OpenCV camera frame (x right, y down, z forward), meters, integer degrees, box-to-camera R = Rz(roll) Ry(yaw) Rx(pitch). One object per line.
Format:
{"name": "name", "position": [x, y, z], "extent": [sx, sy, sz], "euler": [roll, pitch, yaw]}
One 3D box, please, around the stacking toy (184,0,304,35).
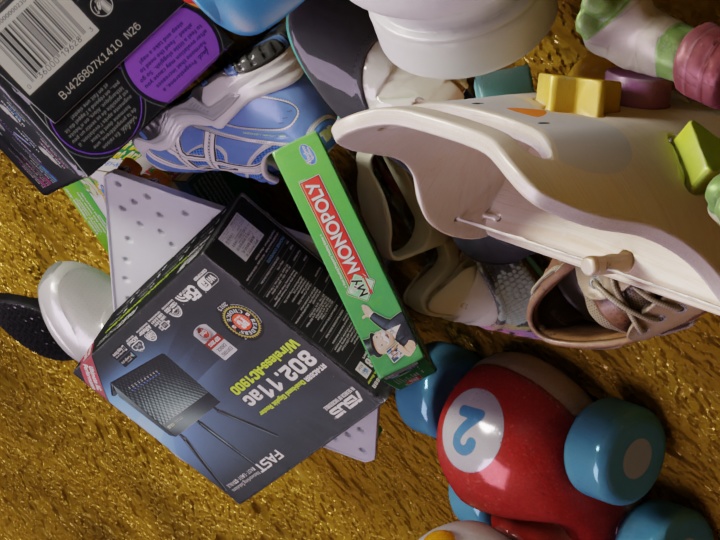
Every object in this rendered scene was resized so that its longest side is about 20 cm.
{"name": "stacking toy", "position": [-0.075, -0.179, 1.101], "extent": [0.116, 0.110, 0.200], "euler": [49, 171, -6]}

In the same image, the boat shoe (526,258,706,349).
{"name": "boat shoe", "position": [0.147, 0.004, 1.046], "extent": [0.076, 0.072, 0.200], "euler": [47, 156, -5]}

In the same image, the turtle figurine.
{"name": "turtle figurine", "position": [0.177, -0.083, 0.777], "extent": [0.194, 0.200, 0.144], "euler": [38, 122, 25]}

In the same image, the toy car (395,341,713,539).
{"name": "toy car", "position": [0.075, 0.170, 1.275], "extent": [0.184, 0.200, 0.177], "euler": [16, 144, 47]}

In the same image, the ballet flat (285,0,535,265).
{"name": "ballet flat", "position": [0.043, -0.077, 1.088], "extent": [0.073, 0.073, 0.200], "euler": [8, 145, 54]}

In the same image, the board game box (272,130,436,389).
{"name": "board game box", "position": [0.000, 0.000, 1.189], "extent": [0.135, 0.029, 0.200], "euler": [63, -179, 7]}

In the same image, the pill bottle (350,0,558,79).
{"name": "pill bottle", "position": [0.024, -0.182, 0.890], "extent": [0.113, 0.113, 0.200], "euler": [25, 149, 37]}

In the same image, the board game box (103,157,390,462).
{"name": "board game box", "position": [-0.074, 0.027, 1.397], "extent": [0.200, 0.026, 0.200], "euler": [19, 139, 15]}

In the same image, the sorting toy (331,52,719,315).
{"name": "sorting toy", "position": [0.087, -0.044, 0.915], "extent": [0.200, 0.107, 0.180], "euler": [21, -168, 41]}

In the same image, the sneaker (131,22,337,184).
{"name": "sneaker", "position": [-0.077, -0.082, 1.262], "extent": [0.077, 0.076, 0.200], "euler": [53, 157, -8]}

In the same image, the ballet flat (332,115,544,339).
{"name": "ballet flat", "position": [0.042, -0.021, 1.176], "extent": [0.069, 0.071, 0.200], "euler": [7, 136, 54]}

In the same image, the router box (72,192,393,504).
{"name": "router box", "position": [-0.078, 0.056, 1.360], "extent": [0.150, 0.062, 0.200], "euler": [39, 140, -10]}

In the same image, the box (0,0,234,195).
{"name": "box", "position": [-0.169, -0.125, 1.241], "extent": [0.106, 0.122, 0.200], "euler": [48, 168, -9]}

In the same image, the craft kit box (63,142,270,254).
{"name": "craft kit box", "position": [-0.113, -0.007, 1.488], "extent": [0.197, 0.049, 0.200], "euler": [8, 137, 50]}

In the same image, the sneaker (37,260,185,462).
{"name": "sneaker", "position": [-0.150, 0.061, 1.539], "extent": [0.200, 0.070, 0.080], "euler": [44, 148, -14]}

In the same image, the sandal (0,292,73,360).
{"name": "sandal", "position": [-0.237, 0.038, 1.774], "extent": [0.200, 0.045, 0.075], "euler": [0, 138, 39]}
